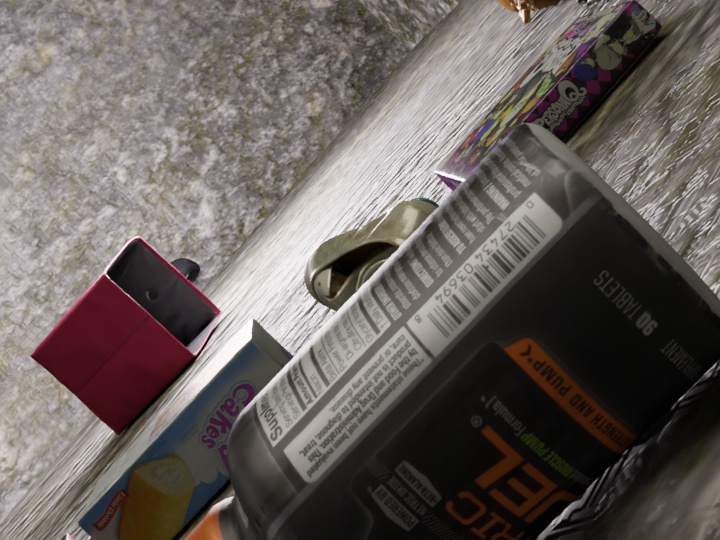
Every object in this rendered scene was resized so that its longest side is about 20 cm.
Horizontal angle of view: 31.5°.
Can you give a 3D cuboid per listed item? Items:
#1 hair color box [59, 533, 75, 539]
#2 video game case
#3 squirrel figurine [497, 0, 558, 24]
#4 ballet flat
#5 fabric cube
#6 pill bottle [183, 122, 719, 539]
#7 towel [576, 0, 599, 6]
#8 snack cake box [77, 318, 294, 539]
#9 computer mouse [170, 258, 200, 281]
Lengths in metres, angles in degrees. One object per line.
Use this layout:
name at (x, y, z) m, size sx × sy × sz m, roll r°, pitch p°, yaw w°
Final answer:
hair color box at (-0.234, 0.268, 0.962) m, size 0.102 × 0.061 × 0.200 m, roll -48°, pitch 8°, yaw -13°
video game case at (0.141, -0.131, 1.018) m, size 0.182 × 0.036 × 0.200 m, roll -48°, pitch 8°, yaw 3°
squirrel figurine at (0.224, -0.412, 1.651) m, size 0.187 × 0.141 × 0.200 m, roll -49°, pitch 2°, yaw 36°
ballet flat at (0.000, 0.000, 1.035) m, size 0.200 × 0.067 × 0.063 m, roll -37°, pitch 22°, yaw 54°
fabric cube at (-0.377, 0.102, 2.077) m, size 0.199 × 0.200 × 0.196 m, roll -44°, pitch 9°, yaw 20°
pill bottle at (0.026, 0.055, 0.448) m, size 0.200 × 0.106 × 0.106 m, roll -46°, pitch 8°, yaw 8°
towel at (0.313, -0.349, 1.244) m, size 0.193 × 0.035 × 0.200 m, roll -46°, pitch 5°, yaw -14°
snack cake box at (-0.133, 0.139, 1.037) m, size 0.200 × 0.067 × 0.115 m, roll -47°, pitch 6°, yaw 2°
computer mouse at (-0.458, 0.036, 3.172) m, size 0.200 × 0.140 × 0.046 m, roll -38°, pitch -34°, yaw -34°
